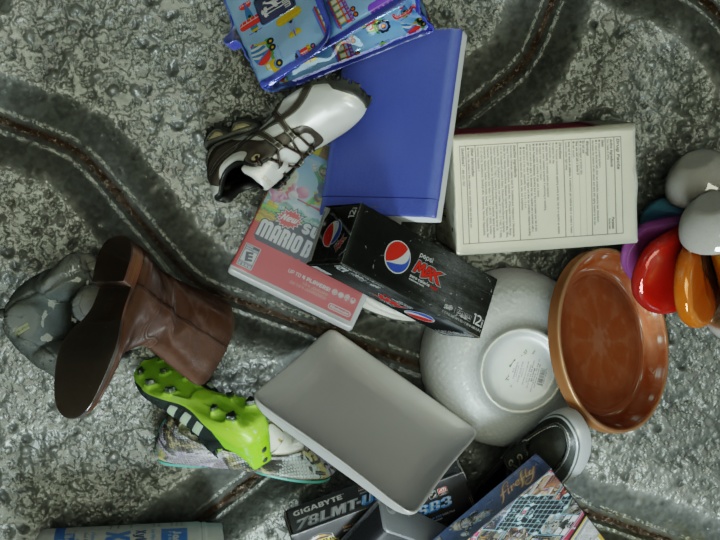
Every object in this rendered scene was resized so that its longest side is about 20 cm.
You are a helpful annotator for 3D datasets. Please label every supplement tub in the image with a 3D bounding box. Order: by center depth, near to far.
[{"bbox_3d":[-0.245,0.337,1.538,0.199,0.132,0.132,-3,99,-7],"label":"supplement tub"}]

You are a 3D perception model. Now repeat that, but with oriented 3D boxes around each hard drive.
[{"bbox_3d":[0.034,-0.150,1.488,0.132,0.025,0.201,3,77,27],"label":"hard drive"},{"bbox_3d":[0.058,0.333,1.544,0.200,0.042,0.135,33,107,-30],"label":"hard drive"}]

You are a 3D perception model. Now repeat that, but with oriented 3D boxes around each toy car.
[{"bbox_3d":[0.355,-0.016,1.541,0.150,0.200,0.175,-17,121,12],"label":"toy car"}]

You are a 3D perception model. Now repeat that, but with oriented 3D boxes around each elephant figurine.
[{"bbox_3d":[-0.264,0.049,1.504,0.155,0.200,0.142,43,108,14],"label":"elephant figurine"}]

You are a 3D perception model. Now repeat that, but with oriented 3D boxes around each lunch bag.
[{"bbox_3d":[-0.049,-0.278,1.473,0.200,0.094,0.151,-27,70,7],"label":"lunch bag"}]

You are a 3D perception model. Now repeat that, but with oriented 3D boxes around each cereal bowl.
[{"bbox_3d":[0.167,0.100,1.581,0.199,0.083,0.201,-1,98,-7],"label":"cereal bowl"}]

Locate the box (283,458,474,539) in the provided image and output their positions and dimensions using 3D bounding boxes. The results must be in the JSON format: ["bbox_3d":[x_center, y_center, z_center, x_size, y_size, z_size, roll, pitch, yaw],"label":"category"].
[{"bbox_3d":[0.038,0.311,1.579,0.200,0.050,0.199,-21,122,-3],"label":"box"}]

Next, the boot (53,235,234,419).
[{"bbox_3d":[-0.202,0.084,1.411,0.064,0.200,0.187,8,71,29],"label":"boot"}]

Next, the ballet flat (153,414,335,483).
[{"bbox_3d":[-0.122,0.186,1.559,0.200,0.072,0.072,8,98,-8],"label":"ballet flat"}]

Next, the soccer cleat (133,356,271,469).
[{"bbox_3d":[-0.168,0.148,1.504,0.067,0.200,0.081,-33,128,-31],"label":"soccer cleat"}]

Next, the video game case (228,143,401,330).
[{"bbox_3d":[-0.033,-0.055,1.516,0.143,0.017,0.200,26,72,-1],"label":"video game case"}]

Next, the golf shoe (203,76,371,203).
[{"bbox_3d":[-0.073,-0.126,1.470,0.200,0.095,0.078,-23,138,30],"label":"golf shoe"}]

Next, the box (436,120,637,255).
[{"bbox_3d":[0.185,-0.091,1.540,0.199,0.109,0.128,-4,99,-7],"label":"box"}]

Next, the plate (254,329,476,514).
[{"bbox_3d":[0.004,0.159,1.496,0.199,0.200,0.032,35,118,9],"label":"plate"}]

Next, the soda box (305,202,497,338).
[{"bbox_3d":[0.045,0.001,1.481,0.200,0.063,0.071,28,73,-34],"label":"soda box"}]

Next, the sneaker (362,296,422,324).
[{"bbox_3d":[0.000,0.000,1.549,0.200,0.074,0.079,27,89,-10],"label":"sneaker"}]

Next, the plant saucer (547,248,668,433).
[{"bbox_3d":[0.266,0.077,1.566,0.200,0.032,0.201,10,75,-43],"label":"plant saucer"}]

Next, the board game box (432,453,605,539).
[{"bbox_3d":[0.146,0.301,1.510,0.200,0.035,0.136,-39,123,-2],"label":"board game box"}]

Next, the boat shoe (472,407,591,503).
[{"bbox_3d":[0.182,0.216,1.553,0.057,0.200,0.069,-19,66,-33],"label":"boat shoe"}]
